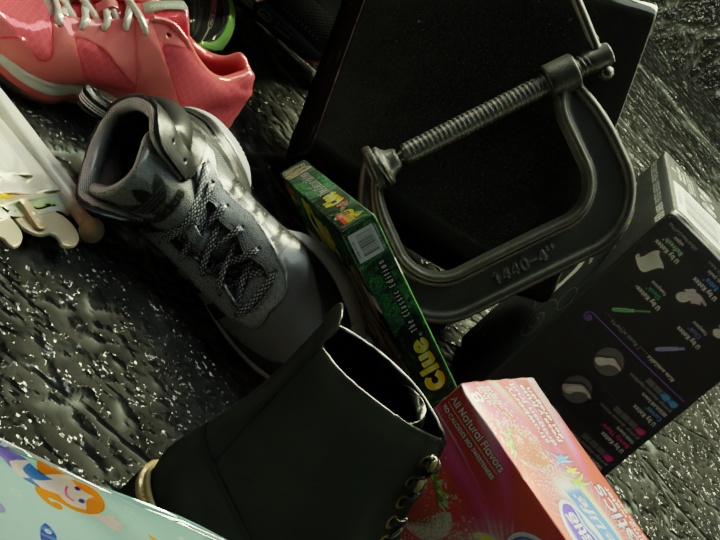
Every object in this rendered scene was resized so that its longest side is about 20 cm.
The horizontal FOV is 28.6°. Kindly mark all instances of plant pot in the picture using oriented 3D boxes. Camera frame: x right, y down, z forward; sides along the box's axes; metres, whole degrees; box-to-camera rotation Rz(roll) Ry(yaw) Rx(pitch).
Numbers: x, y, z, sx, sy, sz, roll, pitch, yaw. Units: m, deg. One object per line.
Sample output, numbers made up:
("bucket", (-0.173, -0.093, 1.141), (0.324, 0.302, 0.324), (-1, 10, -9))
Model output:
("plant pot", (0.057, -0.108, 0.960), (0.175, 0.202, 0.199), (20, 0, -10))

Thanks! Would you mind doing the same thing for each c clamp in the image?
("c clamp", (0.079, -0.070, 0.862), (0.172, 0.199, 0.027), (59, -2, -4))

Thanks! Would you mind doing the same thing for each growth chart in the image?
("growth chart", (-0.211, -0.065, 0.662), (0.145, 0.018, 0.199), (55, 23, 19))

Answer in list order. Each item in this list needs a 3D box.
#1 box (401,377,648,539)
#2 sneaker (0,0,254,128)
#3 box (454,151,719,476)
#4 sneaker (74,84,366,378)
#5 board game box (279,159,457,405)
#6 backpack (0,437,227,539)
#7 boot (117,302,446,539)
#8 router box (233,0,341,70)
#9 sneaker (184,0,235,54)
("box", (0.091, 0.163, 0.717), (0.201, 0.100, 0.095), (56, 23, 21))
("sneaker", (-0.143, -0.134, 0.810), (0.199, 0.087, 0.074), (28, 27, -42))
("box", (0.163, 0.041, 0.923), (0.106, 0.200, 0.122), (42, 22, -8))
("sneaker", (-0.081, -0.017, 0.731), (0.201, 0.075, 0.114), (53, 14, 26))
("board game box", (0.000, 0.000, 0.798), (0.106, 0.023, 0.200), (66, -6, -15))
("backpack", (-0.082, 0.150, 0.370), (0.199, 0.150, 0.178), (37, 22, -34))
("boot", (0.011, 0.123, 0.586), (0.200, 0.138, 0.078), (41, 22, -16))
("router box", (-0.053, -0.257, 1.084), (0.199, 0.150, 0.062), (38, 57, -9))
("sneaker", (-0.162, -0.228, 0.957), (0.200, 0.077, 0.084), (47, 18, 4))
